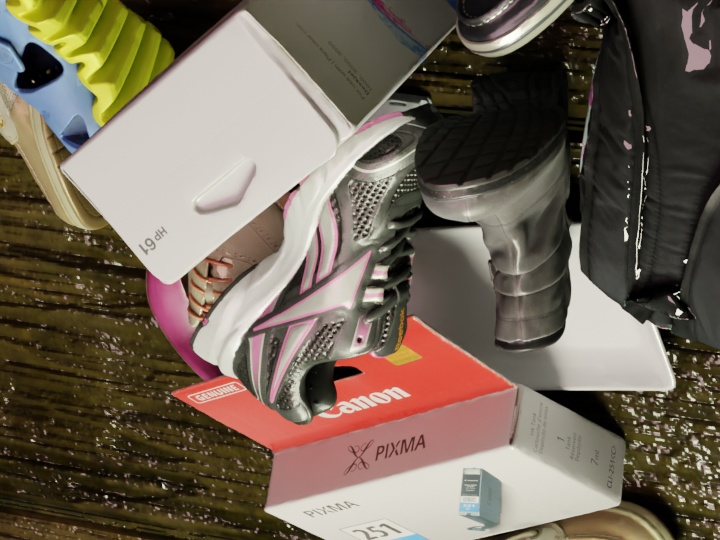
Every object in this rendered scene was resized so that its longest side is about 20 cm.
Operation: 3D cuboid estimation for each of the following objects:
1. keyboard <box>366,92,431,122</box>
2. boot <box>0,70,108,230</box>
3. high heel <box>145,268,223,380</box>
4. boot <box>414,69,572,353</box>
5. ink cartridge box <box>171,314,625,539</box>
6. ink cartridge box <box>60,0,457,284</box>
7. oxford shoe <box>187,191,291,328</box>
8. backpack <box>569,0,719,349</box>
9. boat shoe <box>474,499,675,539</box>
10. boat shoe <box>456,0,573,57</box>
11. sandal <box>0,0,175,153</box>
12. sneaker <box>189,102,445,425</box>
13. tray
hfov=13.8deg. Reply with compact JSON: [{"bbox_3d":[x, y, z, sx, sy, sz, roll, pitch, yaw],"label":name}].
[{"bbox_3d":[-0.060,-0.080,1.626,0.200,0.011,0.056,8,115,13],"label":"keyboard"},{"bbox_3d":[-0.224,-0.111,1.719,0.155,0.072,0.200,-7,113,38],"label":"boot"},{"bbox_3d":[-0.079,-0.015,1.689,0.096,0.067,0.200,-1,120,46],"label":"high heel"},{"bbox_3d":[0.078,-0.018,1.478,0.070,0.200,0.132,0,106,17],"label":"boot"},{"bbox_3d":[0.018,0.100,1.672,0.176,0.045,0.200,30,147,-36],"label":"ink cartridge box"},{"bbox_3d":[-0.040,-0.096,1.488,0.085,0.200,0.145,48,123,-6],"label":"ink cartridge box"},{"bbox_3d":[-0.064,0.000,1.632,0.071,0.074,0.200,25,156,36],"label":"oxford shoe"},{"bbox_3d":[0.182,-0.061,1.428,0.167,0.127,0.200,34,135,30],"label":"backpack"},{"bbox_3d":[0.098,0.184,1.724,0.200,0.063,0.073,-22,107,43],"label":"boat shoe"},{"bbox_3d":[0.093,-0.192,1.375,0.062,0.075,0.200,21,109,-32],"label":"boat shoe"},{"bbox_3d":[-0.159,-0.114,1.575,0.087,0.080,0.200,-3,134,31],"label":"sandal"},{"bbox_3d":[0.000,0.000,1.553,0.086,0.080,0.200,46,125,15],"label":"sneaker"},{"bbox_3d":[0.077,0.016,1.639,0.200,0.022,0.107,-1,122,36],"label":"tray"}]
